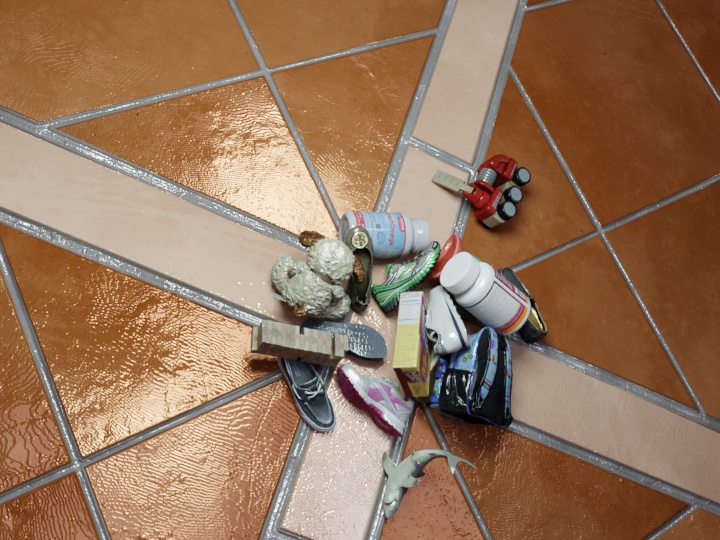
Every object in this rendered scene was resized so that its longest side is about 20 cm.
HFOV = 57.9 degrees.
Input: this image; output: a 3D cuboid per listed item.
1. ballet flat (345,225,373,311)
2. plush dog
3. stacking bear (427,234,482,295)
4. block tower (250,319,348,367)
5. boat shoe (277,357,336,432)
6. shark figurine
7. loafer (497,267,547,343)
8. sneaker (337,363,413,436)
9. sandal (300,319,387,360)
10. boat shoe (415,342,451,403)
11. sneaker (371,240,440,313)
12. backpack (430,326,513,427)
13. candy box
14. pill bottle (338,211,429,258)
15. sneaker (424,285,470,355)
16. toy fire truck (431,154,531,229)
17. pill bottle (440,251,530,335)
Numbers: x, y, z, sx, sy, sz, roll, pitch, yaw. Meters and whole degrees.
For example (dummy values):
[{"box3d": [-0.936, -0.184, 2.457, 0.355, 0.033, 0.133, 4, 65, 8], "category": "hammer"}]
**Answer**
[{"box3d": [0.000, 0.000, 1.453, 0.067, 0.046, 0.202, -4, 111, -13], "category": "ballet flat"}, {"box3d": [-0.086, 0.009, 1.392, 0.199, 0.161, 0.172, 32, 101, -3], "category": "plush dog"}, {"box3d": [0.269, 0.028, 1.557, 0.199, 0.114, 0.122, 36, 108, -16], "category": "stacking bear"}, {"box3d": [-0.125, 0.152, 1.350, 0.199, 0.058, 0.054, 12, 52, -21], "category": "block tower"}, {"box3d": [-0.109, 0.248, 1.378, 0.071, 0.068, 0.201, -23, 79, -24], "category": "boat shoe"}, {"box3d": [0.132, 0.421, 1.377, 0.089, 0.214, 0.129, 38, 23, -43], "category": "shark figurine"}, {"box3d": [0.401, 0.077, 1.600, 0.072, 0.072, 0.201, -24, 79, -23], "category": "loafer"}, {"box3d": [0.034, 0.267, 1.416, 0.200, 0.081, 0.088, 45, 62, -7], "category": "sneaker"}, {"box3d": [-0.036, 0.153, 1.456, 0.199, 0.043, 0.077, 15, 60, -2], "category": "sandal"}, {"box3d": [0.167, 0.209, 1.490, 0.073, 0.063, 0.202, 45, 64, -40], "category": "boat shoe"}, {"box3d": [0.106, 0.002, 1.499, 0.200, 0.078, 0.085, -44, 84, 2], "category": "sneaker"}, {"box3d": [0.254, 0.229, 1.437, 0.182, 0.134, 0.202, 28, 66, -44], "category": "backpack"}, {"box3d": [0.117, 0.160, 1.423, 0.056, 0.117, 0.201, -5, 47, 18], "category": "candy box"}, {"box3d": [0.055, -0.083, 1.525, 0.198, 0.109, 0.110, -1, 71, -18], "category": "pill bottle"}, {"box3d": [0.174, 0.105, 1.425, 0.080, 0.200, 0.077, -25, 121, 5], "category": "sneaker"}, {"box3d": [0.305, -0.225, 1.664, 0.199, 0.129, 0.177, 35, 64, -14], "category": "toy fire truck"}, {"box3d": [0.277, 0.051, 1.447, 0.200, 0.109, 0.110, 37, 63, -24], "category": "pill bottle"}]
